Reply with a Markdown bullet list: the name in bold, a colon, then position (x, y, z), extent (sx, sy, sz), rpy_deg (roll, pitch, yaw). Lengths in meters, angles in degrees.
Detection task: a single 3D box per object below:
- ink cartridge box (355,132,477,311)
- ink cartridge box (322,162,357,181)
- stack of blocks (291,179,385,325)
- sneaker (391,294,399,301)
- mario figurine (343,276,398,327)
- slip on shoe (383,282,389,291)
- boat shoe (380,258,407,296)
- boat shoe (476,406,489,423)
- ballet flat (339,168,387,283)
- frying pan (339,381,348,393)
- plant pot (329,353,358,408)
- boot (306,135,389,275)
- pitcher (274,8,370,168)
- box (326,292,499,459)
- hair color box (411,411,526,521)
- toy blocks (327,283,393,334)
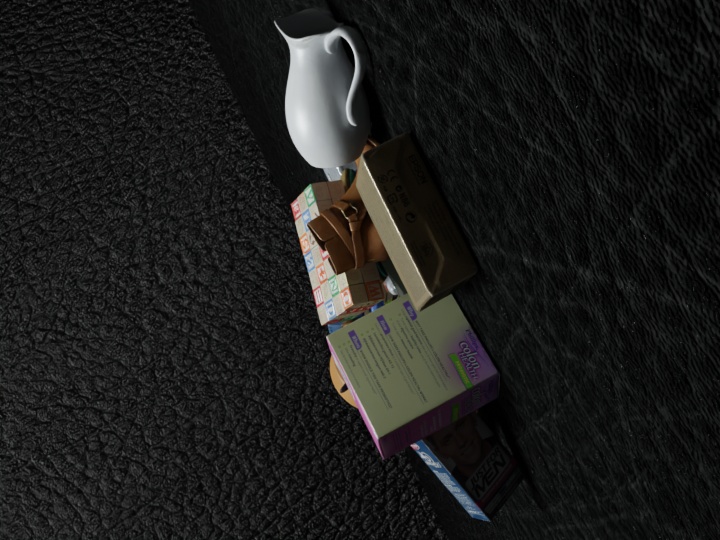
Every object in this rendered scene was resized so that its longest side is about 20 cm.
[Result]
- **ink cartridge box**: position (0.069, -0.059, 1.248), extent (0.203, 0.074, 0.165), rpy_deg (63, 175, 6)
- **ink cartridge box**: position (-0.030, -0.177, 1.737), extent (0.203, 0.040, 0.200), rpy_deg (64, 174, 2)
- **stack of blocks**: position (-0.038, -0.032, 1.454), extent (0.115, 0.058, 0.204), rpy_deg (-35, 67, 57)
- **sneaker**: position (0.090, 0.092, 1.649), extent (0.090, 0.074, 0.203), rpy_deg (-127, 15, -55)
- **mario figurine**: position (0.000, 0.000, 1.560), extent (0.105, 0.121, 0.205), rpy_deg (-24, 69, 50)
- **slip on shoe**: position (0.039, -0.021, 1.683), extent (0.075, 0.060, 0.200), rpy_deg (66, 175, -30)
- **boat shoe**: position (0.063, -0.013, 1.486), extent (0.072, 0.069, 0.203), rpy_deg (46, 163, 58)
- **boat shoe**: position (0.190, 0.270, 1.591), extent (0.064, 0.073, 0.201), rpy_deg (27, 155, 4)
- **ballet flat**: position (-0.014, -0.066, 1.513), extent (0.068, 0.062, 0.204), rpy_deg (32, -141, -63)
- **frying pan**: position (0.017, 0.151, 1.525), extent (0.031, 0.116, 0.190), rpy_deg (33, 179, 6)
- **plant pot**: position (0.043, 0.150, 1.804), extent (0.202, 0.196, 0.141), rpy_deg (60, 156, 32)
- **boot**: position (-0.012, -0.100, 1.382), extent (0.202, 0.152, 0.074), rpy_deg (60, 172, 27)
- **pitcher**: position (-0.038, -0.245, 1.306), extent (0.171, 0.120, 0.204), rpy_deg (30, 137, 51)
- **box**: position (0.077, 0.141, 1.388), extent (0.178, 0.197, 0.097), rpy_deg (59, 173, 28)
- **hair color box**: position (0.155, 0.276, 1.456), extent (0.201, 0.100, 0.060), rpy_deg (49, 158, -10)
- **toy blocks**: position (0.004, 0.096, 1.702), extent (0.101, 0.133, 0.203), rpy_deg (78, -164, -49)
